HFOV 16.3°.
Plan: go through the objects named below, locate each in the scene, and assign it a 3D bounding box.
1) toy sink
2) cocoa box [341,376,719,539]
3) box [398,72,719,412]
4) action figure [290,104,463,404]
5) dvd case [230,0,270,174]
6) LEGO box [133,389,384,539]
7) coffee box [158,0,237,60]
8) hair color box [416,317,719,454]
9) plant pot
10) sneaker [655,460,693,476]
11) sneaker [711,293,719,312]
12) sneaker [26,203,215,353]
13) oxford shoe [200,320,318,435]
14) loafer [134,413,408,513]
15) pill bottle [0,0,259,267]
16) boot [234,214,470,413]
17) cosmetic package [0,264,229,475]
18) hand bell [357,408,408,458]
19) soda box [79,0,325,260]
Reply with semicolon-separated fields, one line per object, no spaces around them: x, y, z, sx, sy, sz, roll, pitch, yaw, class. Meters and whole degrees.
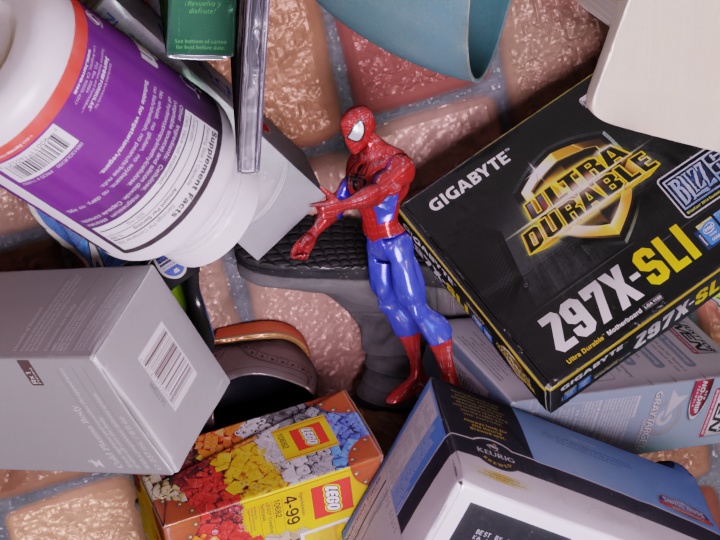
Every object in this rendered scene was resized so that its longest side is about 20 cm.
0.212;-0.189;1.567;0.130;0.112;0.200;12;107;-20;toy sink
0.108;0.177;1.537;0.200;0.131;0.134;22;112;-18;cocoa box
0.149;-0.030;1.589;0.200;0.160;0.049;-34;160;-10;box
0.000;0.000;1.554;0.099;0.065;0.200;-23;110;-33;action figure
-0.064;-0.164;1.460;0.016;0.200;0.149;2;116;-5;dvd case
-0.057;0.194;1.636;0.149;0.077;0.200;-17;129;-13;LEGO box
-0.093;-0.238;1.452;0.044;0.123;0.200;0;119;-8;coffee box
0.147;0.074;1.659;0.200;0.099;0.061;-5;124;-32;hair color box
0.022;-0.221;1.476;0.135;0.200;0.200;11;116;10;plant pot
0.124;0.145;1.647;0.200;0.074;0.082;-11;94;-12;sneaker
0.274;0.027;1.718;0.200;0.072;0.083;18;112;-22;sneaker
-0.141;-0.021;1.563;0.079;0.089;0.200;-42;122;-27;sneaker
-0.126;0.084;1.643;0.200;0.073;0.071;-15;119;-7;oxford shoe
-0.056;0.130;1.696;0.200;0.072;0.063;-2;100;-21;loafer
-0.150;-0.078;1.441;0.112;0.112;0.200;-46;133;11;pill bottle
0.009;0.037;1.661;0.200;0.070;0.132;4;121;-11;boot
-0.193;0.062;1.545;0.200;0.090;0.107;-6;131;37;cosmetic package
0.077;0.139;1.704;0.200;0.104;0.104;25;108;-25;hand bell
-0.113;-0.098;1.557;0.063;0.068;0.200;-42;119;9;soda box
